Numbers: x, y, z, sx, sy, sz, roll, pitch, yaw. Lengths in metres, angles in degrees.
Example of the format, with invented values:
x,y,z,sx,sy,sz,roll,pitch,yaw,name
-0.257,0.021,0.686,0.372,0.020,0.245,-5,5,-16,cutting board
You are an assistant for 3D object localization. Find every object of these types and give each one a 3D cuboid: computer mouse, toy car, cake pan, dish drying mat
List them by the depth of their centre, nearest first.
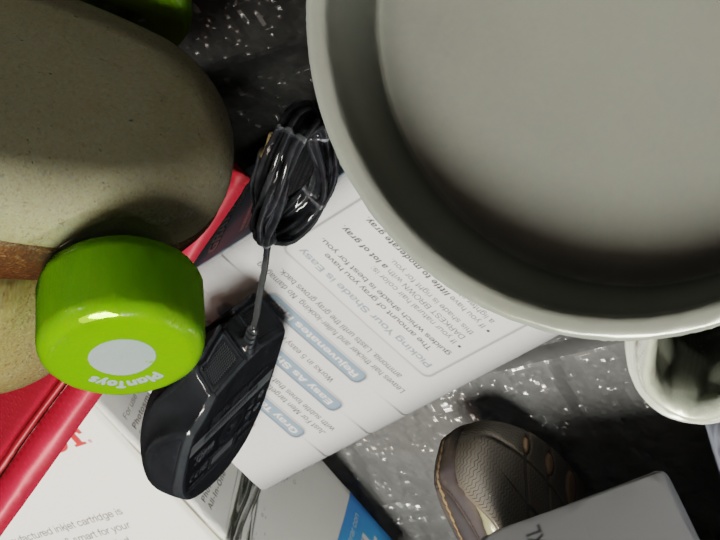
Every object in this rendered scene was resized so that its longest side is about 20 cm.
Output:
x,y,z,sx,sy,sz,roll,pitch,yaw,name
0.082,-0.080,0.690,0.199,0.037,0.202,1,93,18,cake pan
-0.047,0.011,0.778,0.034,0.059,0.201,35,136,14,computer mouse
-0.147,-0.011,0.781,0.157,0.165,0.200,12,143,-23,toy car
-0.117,0.029,0.843,0.018,0.077,0.200,30,99,-36,dish drying mat

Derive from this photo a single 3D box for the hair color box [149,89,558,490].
x,y,z,sx,sy,sz,roll,pitch,yaw,name
0.000,0.000,0.830,0.099,0.061,0.200,42,132,-20,hair color box

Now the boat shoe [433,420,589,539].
x,y,z,sx,sy,sz,roll,pitch,yaw,name
0.071,0.146,0.967,0.073,0.075,0.201,-11,127,28,boat shoe

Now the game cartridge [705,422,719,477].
x,y,z,sx,sy,sz,roll,pitch,yaw,name
0.170,0.139,0.837,0.041,0.133,0.201,-15,91,10,game cartridge

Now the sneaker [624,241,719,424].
x,y,z,sx,sy,sz,roll,pitch,yaw,name
0.143,-0.033,0.733,0.073,0.116,0.201,19,135,4,sneaker

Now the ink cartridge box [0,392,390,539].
x,y,z,sx,sy,sz,roll,pitch,yaw,name
-0.100,0.104,0.969,0.145,0.085,0.200,-18,124,33,ink cartridge box

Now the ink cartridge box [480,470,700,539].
x,y,z,sx,sy,sz,roll,pitch,yaw,name
0.124,0.203,0.870,0.084,0.146,0.201,-20,127,1,ink cartridge box
